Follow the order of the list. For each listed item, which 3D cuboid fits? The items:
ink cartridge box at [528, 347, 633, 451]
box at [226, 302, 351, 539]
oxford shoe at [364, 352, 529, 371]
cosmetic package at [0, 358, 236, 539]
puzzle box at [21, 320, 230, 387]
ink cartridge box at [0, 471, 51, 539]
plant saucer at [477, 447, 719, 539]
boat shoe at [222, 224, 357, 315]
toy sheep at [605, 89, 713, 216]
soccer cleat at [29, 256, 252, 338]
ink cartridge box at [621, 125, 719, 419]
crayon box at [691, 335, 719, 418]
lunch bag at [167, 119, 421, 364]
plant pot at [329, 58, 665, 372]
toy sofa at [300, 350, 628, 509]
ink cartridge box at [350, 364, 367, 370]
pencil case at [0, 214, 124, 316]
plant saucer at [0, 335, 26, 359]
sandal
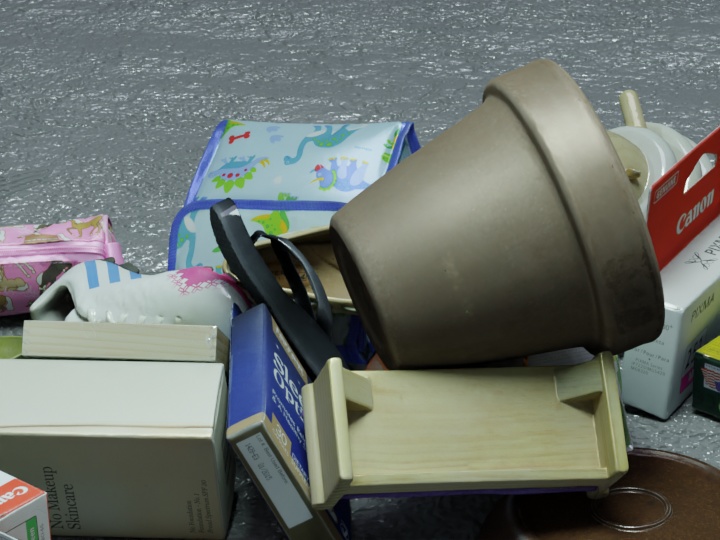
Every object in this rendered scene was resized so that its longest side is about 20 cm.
[{"bbox_3d":[0.111,0.085,1.741,0.145,0.048,0.201,-12,40,5],"label":"ink cartridge box"},{"bbox_3d":[-0.048,0.103,1.662,0.032,0.122,0.200,-26,24,9],"label":"box"},{"bbox_3d":[0.095,0.046,1.720,0.200,0.071,0.073,-35,68,-26],"label":"oxford shoe"},{"bbox_3d":[-0.186,0.117,1.646,0.199,0.104,0.073,-1,42,5],"label":"cosmetic package"},{"bbox_3d":[-0.150,0.063,1.733,0.132,0.026,0.200,1,-10,5],"label":"puzzle box"},{"bbox_3d":[-0.226,0.180,1.524,0.199,0.110,0.050,19,32,35],"label":"ink cartridge box"},{"bbox_3d":[0.175,0.166,1.619,0.199,0.035,0.201,-1,25,1],"label":"plant saucer"},{"bbox_3d":[0.000,0.000,1.774,0.199,0.074,0.063,-8,-13,21],"label":"boat shoe"},{"bbox_3d":[0.219,-0.050,1.917,0.138,0.138,0.200,26,-6,44],"label":"toy sheep"},{"bbox_3d":[-0.160,0.037,1.810,0.199,0.070,0.086,7,31,47],"label":"soccer cleat"},{"bbox_3d":[0.256,-0.013,1.817,0.043,0.175,0.200,20,32,23],"label":"ink cartridge box"},{"bbox_3d":[0.347,0.061,1.804,0.127,0.051,0.200,20,34,37],"label":"crayon box"},{"bbox_3d":[-0.049,-0.015,1.898,0.169,0.128,0.201,2,52,23],"label":"lunch bag"},{"bbox_3d":[0.080,-0.013,1.616,0.174,0.201,0.200,-24,29,-8],"label":"plant pot"},{"bbox_3d":[0.064,0.107,1.593,0.199,0.098,0.083,-1,69,-15],"label":"toy sofa"},{"bbox_3d":[0.085,0.043,1.887,0.199,0.050,0.161,-29,33,-13],"label":"ink cartridge box"},{"bbox_3d":[-0.282,0.000,1.932,0.199,0.083,0.087,-3,25,-5],"label":"pencil case"},{"bbox_3d":[-0.324,0.085,1.760,0.199,0.031,0.200,-11,7,1],"label":"plant saucer"},{"bbox_3d":[-0.042,0.027,1.741,0.043,0.201,0.076,-37,19,-7],"label":"sandal"}]
